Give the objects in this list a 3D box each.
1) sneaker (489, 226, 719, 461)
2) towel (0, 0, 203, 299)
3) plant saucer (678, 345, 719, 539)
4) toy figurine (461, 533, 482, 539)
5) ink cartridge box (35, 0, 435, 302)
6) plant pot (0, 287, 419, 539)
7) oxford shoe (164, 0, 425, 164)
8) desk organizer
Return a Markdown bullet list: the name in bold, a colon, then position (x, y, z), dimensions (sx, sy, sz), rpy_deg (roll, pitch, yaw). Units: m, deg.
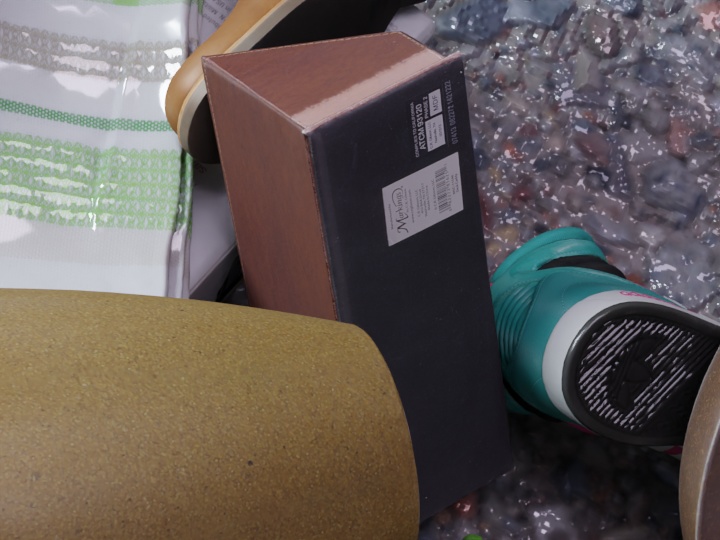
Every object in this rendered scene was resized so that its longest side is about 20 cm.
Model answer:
- **sneaker**: position (0.118, 0.043, 1.187), dimensions (0.199, 0.121, 0.084), rpy_deg (25, 93, -40)
- **towel**: position (-0.135, -0.060, 1.111), dimensions (0.148, 0.031, 0.201), rpy_deg (8, 63, -10)
- **plant saucer**: position (0.193, 0.063, 1.149), dimensions (0.200, 0.201, 0.034), rpy_deg (-37, 40, -27)
- **toy figurine**: position (-0.036, 0.200, 1.039), dimensions (0.183, 0.150, 0.201), rpy_deg (-3, 69, -5)
- **ink cartridge box**: position (-0.087, -0.066, 1.190), dimensions (0.147, 0.086, 0.200), rpy_deg (39, 63, 8)
- **plant pot**: position (-0.087, 0.081, 1.012), dimensions (0.199, 0.187, 0.187), rpy_deg (-12, 66, -17)
- **oxford shoe**: position (-0.026, -0.115, 1.151), dimensions (0.071, 0.072, 0.200), rpy_deg (28, 51, 18)
- **desk organizer**: position (0.000, 0.000, 1.107), dimensions (0.071, 0.201, 0.077), rpy_deg (-28, 40, -24)
